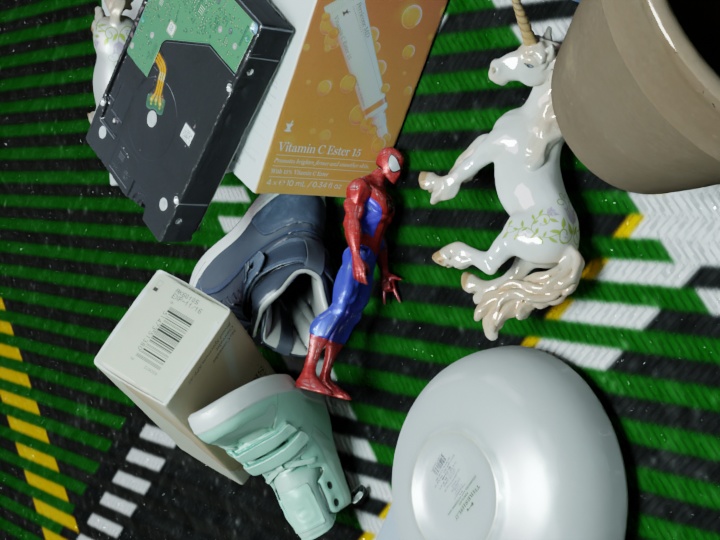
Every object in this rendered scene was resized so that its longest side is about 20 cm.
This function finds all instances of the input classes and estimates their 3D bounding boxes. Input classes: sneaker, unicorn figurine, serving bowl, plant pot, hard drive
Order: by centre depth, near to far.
[{"bbox_3d":[0.189,-0.125,0.705,0.175,0.198,0.202,141,121,-64],"label":"plant pot"},{"bbox_3d":[0.104,-0.067,0.885,0.137,0.074,0.202,-25,83,36],"label":"unicorn figurine"},{"bbox_3d":[0.085,0.151,0.887,0.199,0.065,0.202,-7,80,50],"label":"serving bowl"},{"bbox_3d":[-0.138,-0.142,1.009,0.140,0.038,0.201,49,124,33],"label":"hard drive"},{"bbox_3d":[-0.058,0.151,1.016,0.073,0.200,0.119,-27,73,16],"label":"sneaker"},{"bbox_3d":[-0.089,0.033,1.105,0.203,0.076,0.147,-53,34,37],"label":"sneaker"},{"bbox_3d":[-0.210,-0.155,1.147,0.137,0.073,0.202,-137,32,-69],"label":"unicorn figurine"}]

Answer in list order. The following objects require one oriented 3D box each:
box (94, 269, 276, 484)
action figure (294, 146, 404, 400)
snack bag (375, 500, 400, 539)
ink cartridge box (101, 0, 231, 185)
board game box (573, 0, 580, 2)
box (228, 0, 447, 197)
[{"bbox_3d":[-0.130,0.093,1.067,0.077,0.200,0.095,26,74,24],"label":"box"},{"bbox_3d":[0.000,0.000,1.018,0.051,0.065,0.202,10,84,27],"label":"action figure"},{"bbox_3d":[0.080,0.216,0.955,0.188,0.021,0.202,41,118,44],"label":"snack bag"},{"bbox_3d":[-0.179,-0.190,1.243,0.146,0.082,0.202,-8,84,52],"label":"ink cartridge box"},{"bbox_3d":[0.082,-0.250,0.813,0.062,0.198,0.201,-56,49,36],"label":"board game box"},{"bbox_3d":[-0.027,-0.168,1.015,0.097,0.123,0.202,44,123,43],"label":"box"}]
